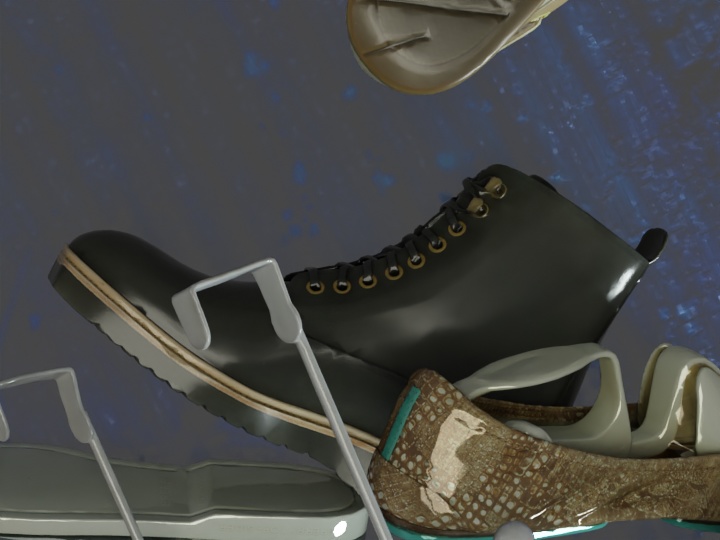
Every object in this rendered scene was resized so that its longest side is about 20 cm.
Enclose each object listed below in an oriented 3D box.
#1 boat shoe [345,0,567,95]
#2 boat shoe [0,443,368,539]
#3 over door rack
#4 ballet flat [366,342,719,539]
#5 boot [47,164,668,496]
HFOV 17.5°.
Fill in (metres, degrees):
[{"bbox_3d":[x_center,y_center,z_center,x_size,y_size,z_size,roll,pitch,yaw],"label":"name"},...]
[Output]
[{"bbox_3d":[0.071,-0.138,0.835,0.200,0.066,0.074,-38,95,-6],"label":"boat shoe"},{"bbox_3d":[-0.097,0.106,0.875,0.199,0.073,0.062,3,108,0],"label":"boat shoe"},{"bbox_3d":[-0.020,0.093,0.771,0.148,0.067,0.200,-27,98,50],"label":"over door rack"},{"bbox_3d":[0.095,0.059,0.829,0.199,0.070,0.066,0,107,-33],"label":"ballet flat"},{"bbox_3d":[0.000,0.000,0.862,0.199,0.077,0.139,29,95,-16],"label":"boot"}]
